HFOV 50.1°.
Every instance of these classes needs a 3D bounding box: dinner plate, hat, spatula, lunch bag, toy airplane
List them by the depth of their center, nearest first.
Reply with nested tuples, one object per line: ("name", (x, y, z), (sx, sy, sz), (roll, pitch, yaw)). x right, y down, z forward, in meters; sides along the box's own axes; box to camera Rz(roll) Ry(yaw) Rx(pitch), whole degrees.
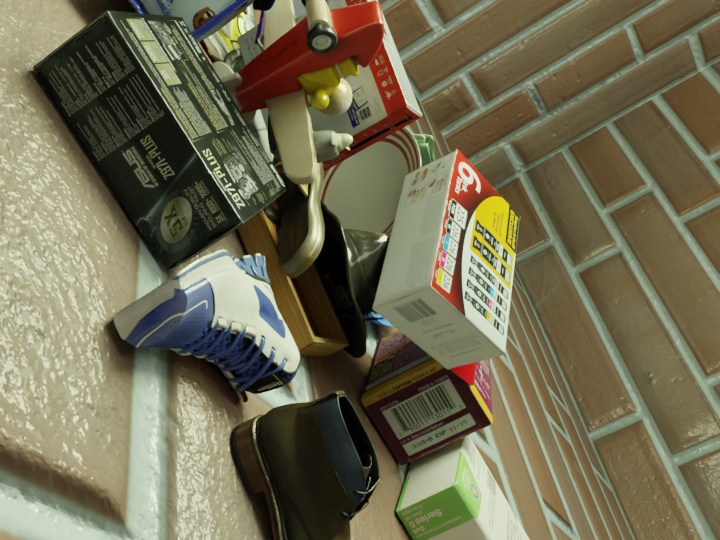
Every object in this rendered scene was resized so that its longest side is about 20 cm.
("lunch bag", (-0.154, -0.327, 0.830), (0.124, 0.199, 0.170), (55, -2, -23))
("toy airplane", (-0.070, -0.203, 0.836), (0.199, 0.201, 0.141), (26, 1, 42))
("hat", (0.000, 0.000, 0.888), (0.201, 0.080, 0.202), (164, -90, -77))
("spatula", (-0.110, -0.239, 0.922), (0.056, 0.020, 0.202), (165, -81, -75))
("dinner plate", (0.003, -0.101, 1.000), (0.024, 0.200, 0.201), (24, 38, -46))

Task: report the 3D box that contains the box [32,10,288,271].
("box", (-0.169, -0.123, 0.703), (0.201, 0.086, 0.164), (58, 16, -10))

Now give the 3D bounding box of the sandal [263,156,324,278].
("sandal", (-0.080, -0.078, 0.829), (0.054, 0.080, 0.201), (25, 38, -29))

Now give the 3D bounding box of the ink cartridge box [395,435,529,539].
("ink cartridge box", (0.135, 0.316, 0.906), (0.201, 0.084, 0.146), (60, 16, -4))

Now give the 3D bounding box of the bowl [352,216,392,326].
("bowl", (0.036, -0.022, 1.092), (0.200, 0.039, 0.202), (-7, 99, -57))

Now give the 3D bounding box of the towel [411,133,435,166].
("towel", (0.018, -0.180, 1.118), (0.153, 0.199, 0.024), (64, 48, -67))

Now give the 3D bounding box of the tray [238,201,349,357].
("tray", (-0.083, -0.001, 0.861), (0.201, 0.037, 0.099), (66, 16, 15))

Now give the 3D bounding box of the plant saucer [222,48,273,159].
("plant saucer", (-0.126, -0.185, 0.994), (0.200, 0.050, 0.201), (48, 28, -36))

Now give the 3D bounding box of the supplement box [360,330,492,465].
("supplement box", (0.090, 0.139, 0.991), (0.104, 0.130, 0.200), (58, 17, -10))

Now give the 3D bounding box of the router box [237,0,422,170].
("router box", (-0.041, -0.235, 0.934), (0.049, 0.179, 0.201), (11, 56, -63))

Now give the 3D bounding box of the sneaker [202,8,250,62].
("sneaker", (-0.143, -0.273, 1.070), (0.201, 0.076, 0.076), (57, 14, -20))

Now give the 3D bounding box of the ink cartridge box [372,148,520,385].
("ink cartridge box", (0.117, -0.001, 0.871), (0.175, 0.084, 0.201), (40, 47, -30))

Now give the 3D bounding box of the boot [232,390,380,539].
("boot", (-0.018, 0.195, 0.609), (0.201, 0.097, 0.075), (62, 16, 4))

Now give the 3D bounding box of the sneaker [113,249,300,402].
("sneaker", (-0.101, 0.050, 0.628), (0.116, 0.080, 0.199), (60, 14, 4))
